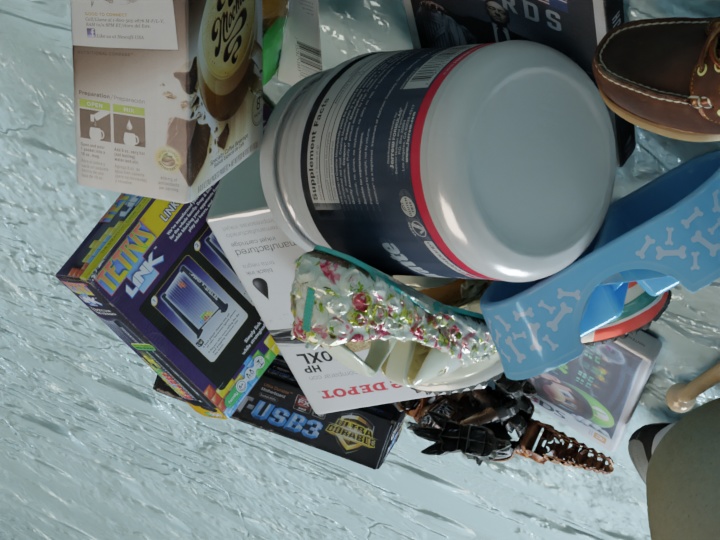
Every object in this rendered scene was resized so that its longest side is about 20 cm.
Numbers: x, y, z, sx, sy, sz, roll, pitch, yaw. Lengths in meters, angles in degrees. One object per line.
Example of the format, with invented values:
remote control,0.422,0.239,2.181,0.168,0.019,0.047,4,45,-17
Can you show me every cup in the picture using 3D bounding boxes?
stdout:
cup,0.280,0.170,1.448,0.143,0.200,0.200,51,175,44

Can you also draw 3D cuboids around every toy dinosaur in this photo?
toy dinosaur,0.104,0.111,1.654,0.200,0.102,0.136,1,164,13

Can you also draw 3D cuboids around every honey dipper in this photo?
honey dipper,0.252,0.072,1.452,0.038,0.038,0.200,35,160,1

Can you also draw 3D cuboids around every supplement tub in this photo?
supplement tub,0.044,-0.066,1.263,0.140,0.140,0.200,47,156,-28

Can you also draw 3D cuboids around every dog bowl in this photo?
dog bowl,0.159,-0.007,1.257,0.200,0.111,0.050,-30,101,20

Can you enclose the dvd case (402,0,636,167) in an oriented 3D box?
dvd case,0.091,-0.150,1.242,0.150,0.025,0.200,25,157,23

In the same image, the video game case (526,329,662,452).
video game case,0.135,0.056,1.605,0.182,0.023,0.200,30,158,12

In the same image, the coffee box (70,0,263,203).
coffee box,-0.114,-0.156,1.240,0.080,0.113,0.200,9,115,19

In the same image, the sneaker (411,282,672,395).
sneaker,0.104,0.014,1.411,0.200,0.070,0.093,-18,111,16

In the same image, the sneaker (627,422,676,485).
sneaker,0.282,0.187,1.615,0.200,0.074,0.079,50,164,-20

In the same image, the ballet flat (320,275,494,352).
ballet flat,0.028,0.006,1.382,0.200,0.071,0.065,-24,167,33

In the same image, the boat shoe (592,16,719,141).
boat shoe,0.213,-0.105,1.099,0.200,0.070,0.070,12,157,28

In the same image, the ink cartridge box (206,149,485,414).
ink cartridge box,0.000,0.000,1.499,0.144,0.084,0.200,-10,128,24

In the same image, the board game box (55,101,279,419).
board game box,-0.106,-0.016,1.568,0.165,0.200,0.057,47,159,-26

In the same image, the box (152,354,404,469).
box,-0.062,0.105,1.763,0.200,0.050,0.199,19,-175,5

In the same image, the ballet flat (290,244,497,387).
ballet flat,0.019,0.037,1.276,0.076,0.064,0.200,15,176,40

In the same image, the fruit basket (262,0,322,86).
fruit basket,-0.105,-0.216,1.336,0.185,0.094,0.200,18,133,22
